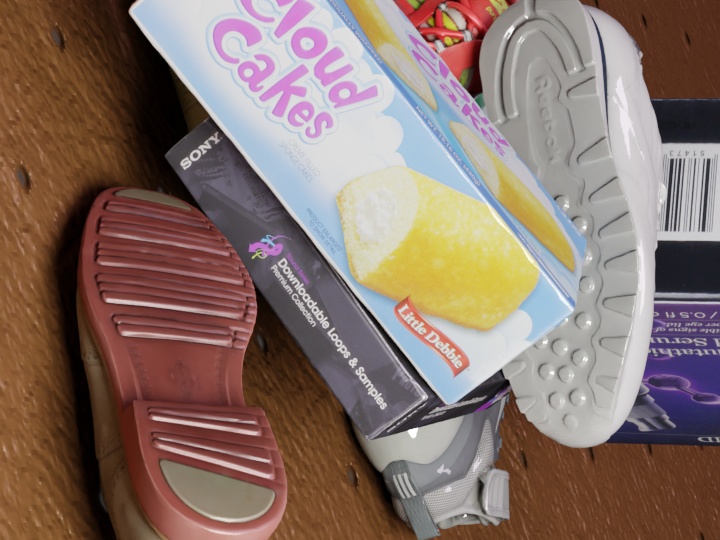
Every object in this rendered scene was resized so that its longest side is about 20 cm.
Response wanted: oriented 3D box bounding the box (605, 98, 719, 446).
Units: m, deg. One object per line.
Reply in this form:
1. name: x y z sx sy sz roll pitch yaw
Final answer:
1. box: 0.158 0.005 1.371 0.200 0.147 0.105 57 36 -62

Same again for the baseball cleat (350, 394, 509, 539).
1. baseball cleat: 0.046 0.061 1.365 0.200 0.069 0.107 -50 127 -56

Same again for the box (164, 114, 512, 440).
1. box: 0.000 0.000 1.203 0.143 0.036 0.200 54 12 9

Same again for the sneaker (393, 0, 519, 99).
1. sneaker: 0.031 -0.106 1.278 0.077 0.085 0.200 62 27 -1

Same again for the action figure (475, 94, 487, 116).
1. action figure: 0.019 -0.062 1.401 0.119 0.054 0.200 67 27 -16

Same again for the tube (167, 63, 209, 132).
1. tube: -0.079 -0.154 1.229 0.052 0.058 0.201 -12 77 -35

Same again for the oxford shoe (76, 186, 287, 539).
1. oxford shoe: -0.078 0.048 1.059 0.070 0.075 0.201 11 37 -18

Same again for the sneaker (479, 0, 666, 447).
1. sneaker: 0.104 -0.021 1.240 0.080 0.076 0.202 21 65 -54

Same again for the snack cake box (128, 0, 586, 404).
1. snack cake box: 0.003 -0.055 1.137 0.200 0.067 0.115 50 15 -7
